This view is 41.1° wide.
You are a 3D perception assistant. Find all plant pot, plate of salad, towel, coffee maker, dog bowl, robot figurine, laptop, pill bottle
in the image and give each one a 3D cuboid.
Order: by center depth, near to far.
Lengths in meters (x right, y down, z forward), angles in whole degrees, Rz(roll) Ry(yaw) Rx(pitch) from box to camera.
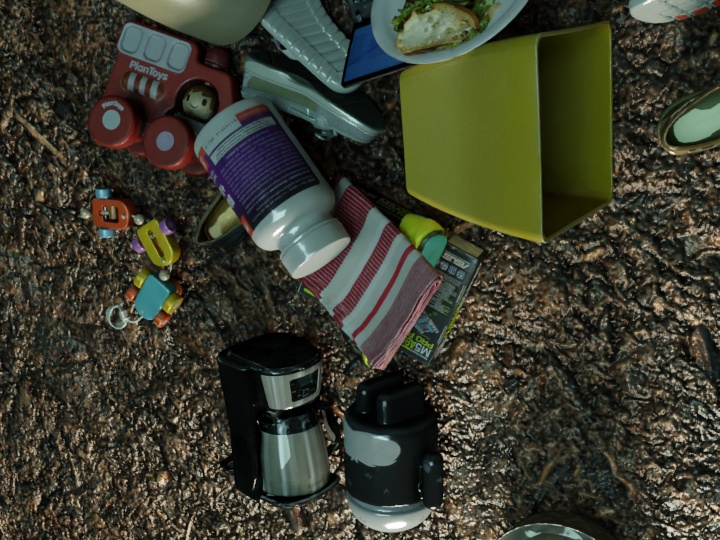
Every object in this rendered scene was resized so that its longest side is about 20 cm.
[{"bbox_3d":[0.092,-0.299,0.976,0.199,0.048,0.201,-18,55,27],"label":"plate of salad"},{"bbox_3d":[0.152,-0.154,1.029,0.176,0.200,0.201,6,109,33],"label":"plant pot"},{"bbox_3d":[0.042,-0.327,1.064,0.177,0.103,0.201,-13,101,26],"label":"laptop"},{"bbox_3d":[-0.227,-0.364,1.083,0.187,0.200,0.188,2,93,43],"label":"plant pot"},{"bbox_3d":[-0.100,-0.095,1.131,0.111,0.111,0.200,-41,77,28],"label":"pill bottle"},{"bbox_3d":[0.000,0.000,1.136,0.200,0.023,0.144,48,120,33],"label":"towel"},{"bbox_3d":[0.258,0.399,1.226,0.199,0.059,0.201,8,110,22],"label":"dog bowl"},{"bbox_3d":[0.041,0.236,1.235,0.124,0.150,0.201,-1,106,1],"label":"robot figurine"},{"bbox_3d":[-0.129,0.194,1.288,0.191,0.135,0.201,1,106,24],"label":"coffee maker"}]

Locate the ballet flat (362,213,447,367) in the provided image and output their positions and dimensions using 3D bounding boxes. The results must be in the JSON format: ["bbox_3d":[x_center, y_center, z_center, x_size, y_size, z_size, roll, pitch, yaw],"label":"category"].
[{"bbox_3d":[0.040,0.021,1.156,0.067,0.067,0.201,39,117,32],"label":"ballet flat"}]

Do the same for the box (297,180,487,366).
[{"bbox_3d":[0.037,0.002,1.205,0.200,0.044,0.161,28,116,13],"label":"box"}]

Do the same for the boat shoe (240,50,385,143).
[{"bbox_3d":[-0.061,-0.202,1.169,0.201,0.074,0.065,29,122,17],"label":"boat shoe"}]

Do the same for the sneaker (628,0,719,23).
[{"bbox_3d":[0.356,-0.324,0.960,0.200,0.077,0.082,-28,67,27],"label":"sneaker"}]

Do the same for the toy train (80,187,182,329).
[{"bbox_3d":[-0.310,-0.020,1.347,0.150,0.056,0.201,1,104,25],"label":"toy train"}]

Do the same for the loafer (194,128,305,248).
[{"bbox_3d":[-0.143,-0.099,1.235,0.073,0.072,0.200,42,117,8],"label":"loafer"}]

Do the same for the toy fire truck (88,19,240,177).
[{"bbox_3d":[-0.241,-0.218,1.230,0.199,0.112,0.169,21,95,15],"label":"toy fire truck"}]

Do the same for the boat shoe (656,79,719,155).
[{"bbox_3d":[0.396,-0.172,0.974,0.200,0.074,0.076,-32,92,29],"label":"boat shoe"}]

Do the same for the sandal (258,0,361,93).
[{"bbox_3d":[-0.073,-0.288,1.154,0.203,0.082,0.050,54,161,8],"label":"sandal"}]
